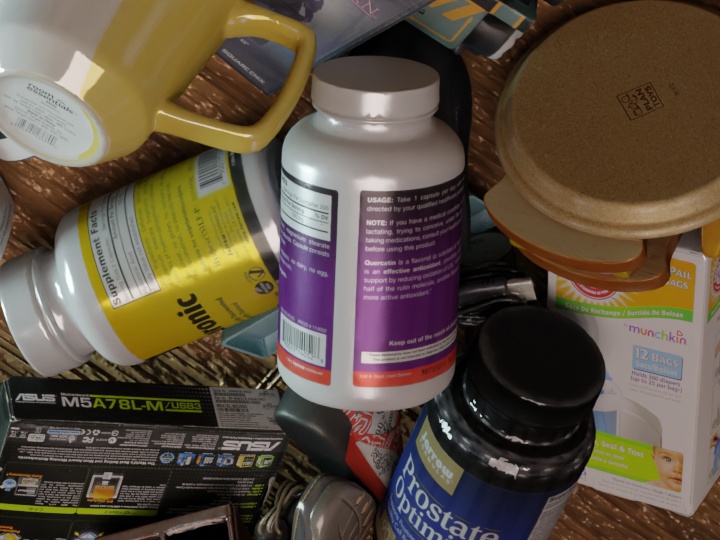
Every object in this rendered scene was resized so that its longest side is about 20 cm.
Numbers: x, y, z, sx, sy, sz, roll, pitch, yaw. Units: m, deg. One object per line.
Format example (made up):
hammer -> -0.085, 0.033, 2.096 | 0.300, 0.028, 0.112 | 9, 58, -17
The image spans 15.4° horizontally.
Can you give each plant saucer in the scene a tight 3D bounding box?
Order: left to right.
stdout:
plant saucer -> 0.000, 0.000, 1.760 | 0.199, 0.019, 0.070 | -29, 160, 16

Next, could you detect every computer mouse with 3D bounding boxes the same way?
computer mouse -> 0.032, -0.058, 1.680 | 0.137, 0.053, 0.202 | -6, 96, 16

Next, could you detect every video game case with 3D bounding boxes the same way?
video game case -> -0.053, -0.183, 1.608 | 0.143, 0.019, 0.200 | 38, 148, -20

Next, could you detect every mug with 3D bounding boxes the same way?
mug -> -0.140, -0.144, 1.564 | 0.185, 0.154, 0.150 | 4, 142, 32

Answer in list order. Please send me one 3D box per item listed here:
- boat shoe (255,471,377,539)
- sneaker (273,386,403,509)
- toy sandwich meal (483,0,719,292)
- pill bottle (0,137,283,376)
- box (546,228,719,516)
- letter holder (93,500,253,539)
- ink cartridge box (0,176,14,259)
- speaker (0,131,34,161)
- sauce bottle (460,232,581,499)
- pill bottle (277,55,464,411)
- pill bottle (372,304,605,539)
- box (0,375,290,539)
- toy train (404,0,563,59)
boat shoe -> -0.038, 0.184, 1.813 | 0.073, 0.075, 0.200 | 31, 157, 13
sneaker -> 0.012, 0.098, 1.807 | 0.067, 0.108, 0.202 | 22, 161, 28
toy sandwich meal -> 0.174, -0.078, 1.646 | 0.204, 0.206, 0.070 | -9, 144, 5
pill bottle -> -0.129, -0.005, 1.721 | 0.199, 0.112, 0.112 | -22, 119, 13
box -> 0.189, 0.040, 1.736 | 0.112, 0.101, 0.201 | 15, 124, 23
letter holder -> -0.099, 0.275, 1.806 | 0.100, 0.143, 0.200 | -15, 145, 5
ink cartridge box -> -0.327, -0.081, 1.690 | 0.145, 0.085, 0.201 | -19, 117, 10
speaker -> -0.241, -0.170, 1.641 | 0.081, 0.081, 0.201 | -23, 119, 13
sauce bottle -> 0.103, 0.068, 1.796 | 0.066, 0.066, 0.201 | -11, 118, 6
pill bottle -> 0.006, -0.023, 1.615 | 0.112, 0.113, 0.201 | 2, 111, -2
pill bottle -> 0.085, 0.120, 1.709 | 0.111, 0.112, 0.201 | 13, 133, -8
box -> -0.165, 0.157, 1.812 | 0.199, 0.048, 0.194 | 3, 134, -20
toy train -> 0.035, -0.207, 1.625 | 0.199, 0.086, 0.114 | 30, 128, -18
